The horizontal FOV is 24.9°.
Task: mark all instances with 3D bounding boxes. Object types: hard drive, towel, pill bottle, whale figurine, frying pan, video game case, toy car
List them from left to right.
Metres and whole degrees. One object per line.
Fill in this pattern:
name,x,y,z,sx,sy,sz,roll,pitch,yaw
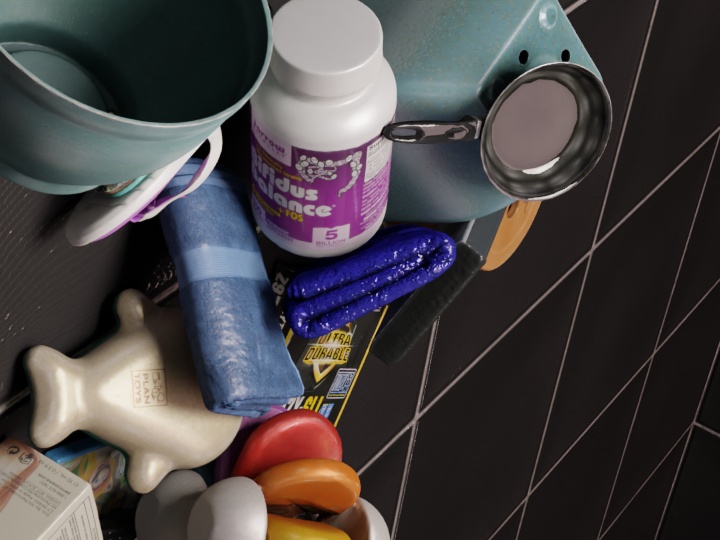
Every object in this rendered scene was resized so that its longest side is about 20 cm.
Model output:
video game case,-0.244,0.229,1.390,0.143,0.018,0.201,-16,129,-62
whale figurine,-0.187,0.096,1.288,0.199,0.103,0.160,-3,86,-43
towel,-0.104,0.012,1.275,0.112,0.048,0.201,13,61,-66
toy car,-0.077,0.184,1.357,0.174,0.199,0.151,15,79,-36
pill bottle,-0.030,-0.110,1.240,0.112,0.112,0.201,-49,158,-31
towel,0.000,0.000,1.336,0.147,0.050,0.200,-28,-175,-2
hard drive,0.078,-0.012,1.458,0.140,0.033,0.200,-51,-174,29
frying pan,0.107,-0.095,1.252,0.189,0.031,0.116,-21,124,-13

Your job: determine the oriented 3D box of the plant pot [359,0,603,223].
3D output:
plant pot,0.081,-0.161,1.360,0.197,0.199,0.196,-55,130,-20

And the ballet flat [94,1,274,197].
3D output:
ballet flat,-0.140,-0.142,1.174,0.200,0.074,0.074,-54,156,-28

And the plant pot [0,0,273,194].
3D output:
plant pot,-0.171,-0.130,0.977,0.200,0.200,0.134,-38,174,-46

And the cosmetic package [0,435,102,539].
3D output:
cosmetic package,-0.288,0.235,1.209,0.200,0.087,0.104,-48,154,-35

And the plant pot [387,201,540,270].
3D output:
plant pot,0.096,-0.090,1.628,0.200,0.139,0.201,-46,151,-35

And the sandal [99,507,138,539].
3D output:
sandal,-0.208,0.231,1.401,0.200,0.048,0.076,9,108,-54

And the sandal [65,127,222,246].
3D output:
sandal,-0.135,-0.078,1.205,0.050,0.082,0.203,54,55,-22

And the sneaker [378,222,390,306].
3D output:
sneaker,0.012,0.001,1.560,0.201,0.067,0.090,57,32,-43

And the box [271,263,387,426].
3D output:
box,-0.052,0.079,1.608,0.161,0.049,0.200,-65,158,7
